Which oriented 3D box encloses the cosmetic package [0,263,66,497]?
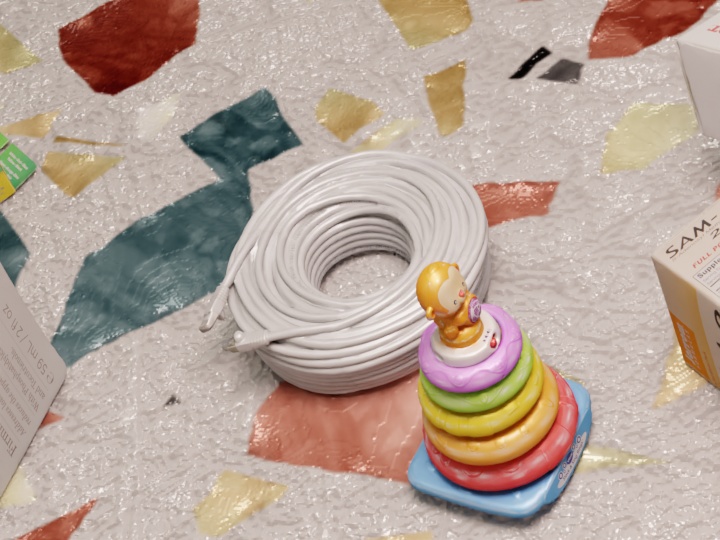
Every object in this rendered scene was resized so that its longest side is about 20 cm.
[{"bbox_3d":[-0.352,0.094,1.524,0.166,0.167,0.200,8,55,26],"label":"cosmetic package"}]

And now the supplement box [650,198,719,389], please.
[{"bbox_3d":[0.288,0.056,1.343,0.074,0.126,0.200,-38,48,-11],"label":"supplement box"}]

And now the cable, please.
[{"bbox_3d":[0.000,0.000,1.540,0.200,0.069,0.200,3,52,22],"label":"cable"}]

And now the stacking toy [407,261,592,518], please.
[{"bbox_3d":[0.076,0.062,1.366,0.110,0.200,0.116,12,55,29],"label":"stacking toy"}]

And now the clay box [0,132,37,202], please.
[{"bbox_3d":[-0.383,-0.063,1.753,0.200,0.048,0.115,-40,49,-14],"label":"clay box"}]

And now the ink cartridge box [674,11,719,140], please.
[{"bbox_3d":[0.342,-0.158,1.439,0.200,0.085,0.145,-31,30,-22],"label":"ink cartridge box"}]
